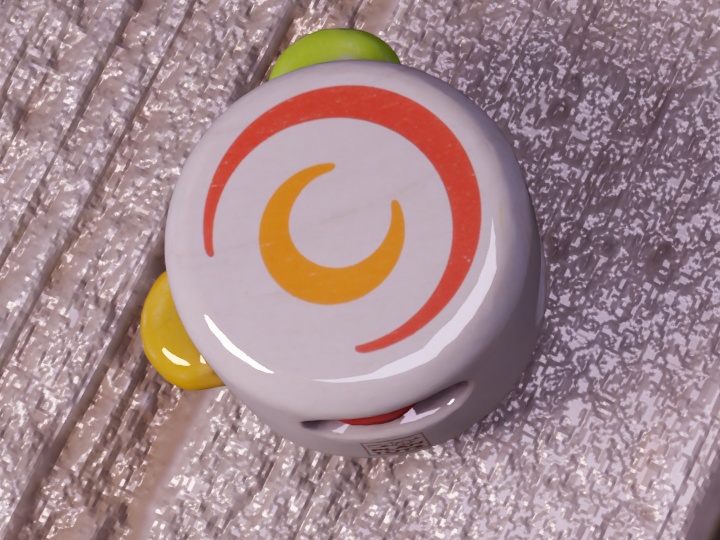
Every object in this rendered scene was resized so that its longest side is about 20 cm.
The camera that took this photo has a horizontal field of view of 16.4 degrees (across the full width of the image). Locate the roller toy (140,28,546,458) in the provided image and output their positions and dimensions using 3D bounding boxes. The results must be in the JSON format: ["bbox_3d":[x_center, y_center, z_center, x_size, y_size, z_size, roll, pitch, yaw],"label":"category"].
[{"bbox_3d":[0.000,0.000,1.258,0.182,0.140,0.200,33,81,17],"label":"roller toy"}]
